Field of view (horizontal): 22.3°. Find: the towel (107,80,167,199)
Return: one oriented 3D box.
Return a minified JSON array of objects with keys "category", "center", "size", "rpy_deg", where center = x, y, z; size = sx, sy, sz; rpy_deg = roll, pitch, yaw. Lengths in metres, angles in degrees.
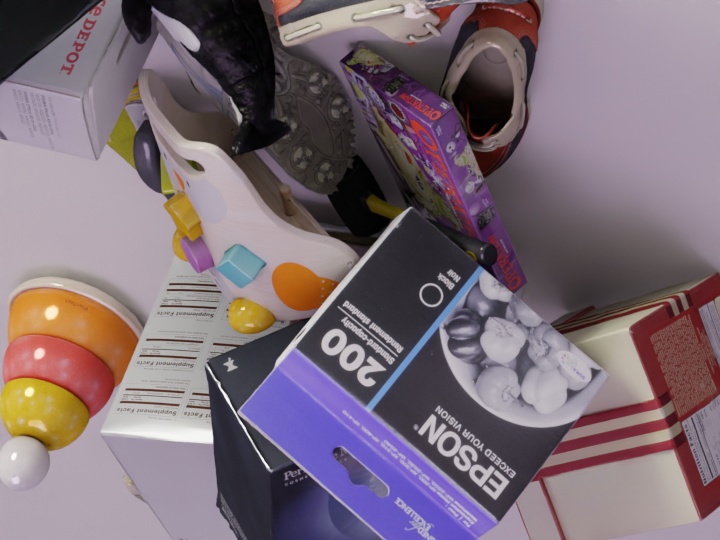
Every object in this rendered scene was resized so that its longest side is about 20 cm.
[{"category":"towel","center":[-0.183,-0.116,1.523],"size":[0.086,0.018,0.200],"rpy_deg":[-15,133,41]}]

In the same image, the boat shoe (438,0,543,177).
[{"category":"boat shoe","center":[0.092,-0.125,1.335],"size":[0.071,0.063,0.201],"rpy_deg":[15,147,3]}]

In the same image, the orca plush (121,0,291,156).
[{"category":"orca plush","center":[-0.109,-0.179,1.281],"size":[0.104,0.202,0.071],"rpy_deg":[-14,178,-16]}]

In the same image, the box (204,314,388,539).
[{"category":"box","center":[-0.008,0.134,1.443],"size":[0.199,0.123,0.199],"rpy_deg":[-23,143,-18]}]

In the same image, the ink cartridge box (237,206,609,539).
[{"category":"ink cartridge box","center":[0.047,0.089,1.329],"size":[0.198,0.200,0.043],"rpy_deg":[40,162,0]}]

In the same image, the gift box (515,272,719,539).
[{"category":"gift box","center":[0.215,0.120,1.479],"size":[0.186,0.199,0.186],"rpy_deg":[-19,89,39]}]

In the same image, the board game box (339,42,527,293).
[{"category":"board game box","center":[0.057,-0.074,1.398],"size":[0.120,0.032,0.201],"rpy_deg":[34,160,42]}]

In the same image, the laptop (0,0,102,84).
[{"category":"laptop","center":[-0.294,-0.196,1.289],"size":[0.187,0.116,0.200],"rpy_deg":[47,130,5]}]

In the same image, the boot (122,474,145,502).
[{"category":"boot","center":[-0.187,0.192,1.903],"size":[0.154,0.072,0.200],"rpy_deg":[0,142,30]}]

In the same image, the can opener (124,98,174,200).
[{"category":"can opener","center":[-0.148,-0.066,1.513],"size":[0.052,0.067,0.200],"rpy_deg":[14,151,28]}]

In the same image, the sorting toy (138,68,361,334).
[{"category":"sorting toy","center":[-0.107,-0.065,1.379],"size":[0.200,0.107,0.180],"rpy_deg":[48,171,40]}]

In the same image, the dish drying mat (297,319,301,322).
[{"category":"dish drying mat","center":[-0.019,0.096,1.595],"size":[0.018,0.077,0.200],"rpy_deg":[40,172,33]}]

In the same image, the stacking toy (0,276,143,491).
[{"category":"stacking toy","center":[-0.300,0.120,1.742],"size":[0.145,0.201,0.147],"rpy_deg":[13,145,10]}]

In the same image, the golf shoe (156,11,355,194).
[{"category":"golf shoe","center":[-0.079,-0.140,1.411],"size":[0.097,0.078,0.200],"rpy_deg":[14,149,48]}]

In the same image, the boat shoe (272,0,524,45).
[{"category":"boat shoe","center":[0.028,-0.186,1.251],"size":[0.199,0.071,0.063],"rpy_deg":[3,102,28]}]

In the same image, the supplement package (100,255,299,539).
[{"category":"supplement package","center":[-0.105,0.122,1.649],"size":[0.146,0.201,0.192],"rpy_deg":[3,143,23]}]

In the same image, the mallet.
[{"category":"mallet","center":[0.043,-0.032,1.430],"size":[0.200,0.041,0.066],"rpy_deg":[31,158,45]}]

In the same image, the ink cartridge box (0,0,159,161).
[{"category":"ink cartridge box","center":[-0.264,-0.177,1.365],"size":[0.198,0.146,0.084],"rpy_deg":[14,147,10]}]

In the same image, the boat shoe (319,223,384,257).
[{"category":"boat shoe","center":[0.000,-0.002,1.521],"size":[0.201,0.075,0.065],"rpy_deg":[15,173,25]}]

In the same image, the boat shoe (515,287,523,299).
[{"category":"boat shoe","center":[0.054,0.036,1.563],"size":[0.071,0.073,0.199],"rpy_deg":[33,146,-26]}]
